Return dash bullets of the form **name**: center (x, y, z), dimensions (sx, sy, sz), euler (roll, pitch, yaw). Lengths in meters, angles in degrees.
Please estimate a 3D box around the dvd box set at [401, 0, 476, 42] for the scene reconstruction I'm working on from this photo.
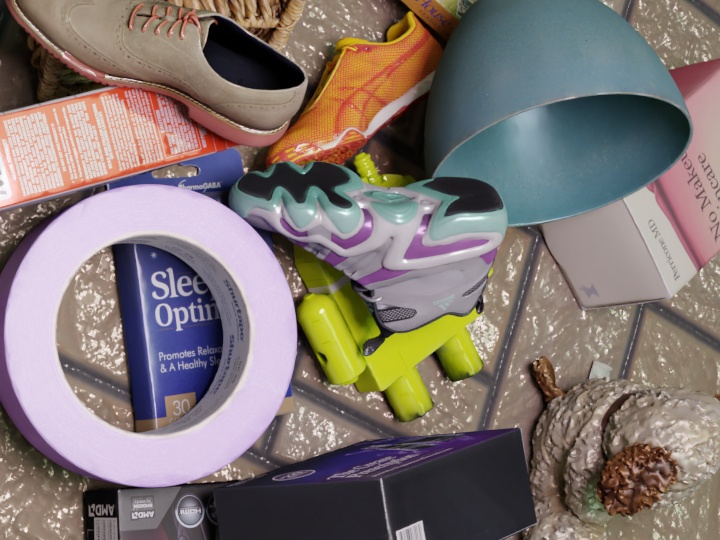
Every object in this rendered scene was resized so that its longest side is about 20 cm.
- **dvd box set**: center (0.073, -0.255, 1.501), dimensions (0.200, 0.029, 0.147), euler (37, 50, -28)

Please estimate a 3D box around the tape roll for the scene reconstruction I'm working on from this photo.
- **tape roll**: center (-0.147, 0.044, 1.263), dimensions (0.200, 0.066, 0.201), euler (1, 87, -21)

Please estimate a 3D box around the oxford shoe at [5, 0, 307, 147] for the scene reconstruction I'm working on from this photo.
- **oxford shoe**: center (-0.124, -0.151, 1.181), dimensions (0.200, 0.075, 0.071), euler (22, 60, -14)

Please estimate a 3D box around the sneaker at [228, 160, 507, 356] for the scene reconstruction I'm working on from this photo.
- **sneaker**: center (0.000, 0.000, 1.356), dimensions (0.200, 0.078, 0.140), euler (7, 122, -2)

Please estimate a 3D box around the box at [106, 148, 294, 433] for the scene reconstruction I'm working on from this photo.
- **box**: center (-0.115, 0.012, 1.344), dimensions (0.121, 0.032, 0.200), euler (-7, 87, -37)

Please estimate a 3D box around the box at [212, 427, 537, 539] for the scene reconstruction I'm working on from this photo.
- **box**: center (0.013, 0.166, 1.316), dimensions (0.200, 0.141, 0.079), euler (-10, 89, -58)

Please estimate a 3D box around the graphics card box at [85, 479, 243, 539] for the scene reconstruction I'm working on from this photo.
- **graphics card box**: center (-0.123, 0.247, 1.296), dimensions (0.125, 0.051, 0.200), euler (2, 81, -37)

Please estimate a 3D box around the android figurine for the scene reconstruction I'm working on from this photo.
- **android figurine**: center (0.024, 0.009, 1.442), dimensions (0.182, 0.041, 0.200), euler (-33, 107, -34)

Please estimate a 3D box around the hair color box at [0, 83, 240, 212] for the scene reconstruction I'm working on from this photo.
- **hair color box**: center (-0.192, -0.082, 1.235), dimensions (0.200, 0.111, 0.064), euler (-16, 95, -30)

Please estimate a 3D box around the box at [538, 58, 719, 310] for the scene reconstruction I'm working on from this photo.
- **box**: center (0.253, -0.075, 1.583), dimensions (0.200, 0.109, 0.128), euler (-40, 109, -34)

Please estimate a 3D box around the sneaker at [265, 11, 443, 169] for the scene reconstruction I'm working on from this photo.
- **sneaker**: center (-0.012, -0.129, 1.426), dimensions (0.077, 0.073, 0.200), euler (51, 49, -3)

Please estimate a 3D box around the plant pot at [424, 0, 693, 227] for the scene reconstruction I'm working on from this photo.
- **plant pot**: center (0.135, -0.138, 1.409), dimensions (0.200, 0.200, 0.135), euler (7, 60, -36)

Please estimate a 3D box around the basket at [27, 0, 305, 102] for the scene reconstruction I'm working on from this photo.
- **basket**: center (-0.123, -0.206, 1.294), dimensions (0.200, 0.143, 0.149), euler (-10, 90, -37)

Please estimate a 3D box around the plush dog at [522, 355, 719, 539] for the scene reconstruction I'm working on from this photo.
- **plush dog**: center (0.222, 0.136, 1.493), dimensions (0.200, 0.172, 0.161), euler (-27, 100, -35)
